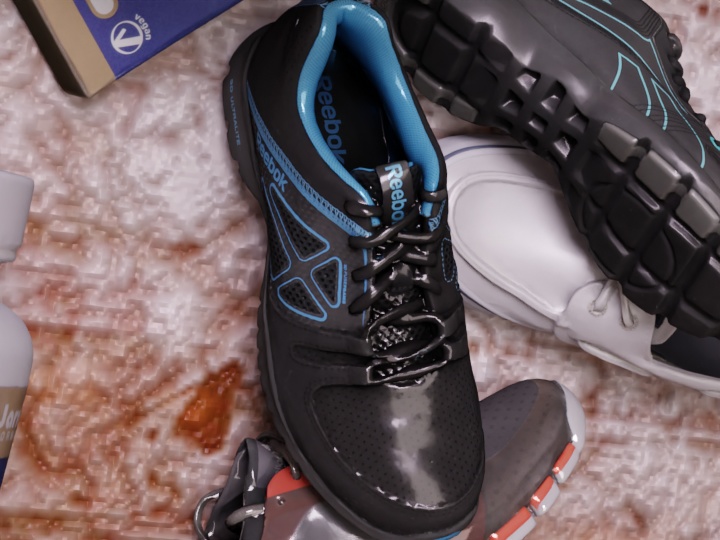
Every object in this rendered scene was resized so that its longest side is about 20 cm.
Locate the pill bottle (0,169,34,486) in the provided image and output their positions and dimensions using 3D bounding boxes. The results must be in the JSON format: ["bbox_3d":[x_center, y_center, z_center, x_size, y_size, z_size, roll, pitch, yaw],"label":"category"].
[{"bbox_3d":[-0.172,0.056,0.850,0.111,0.111,0.200,15,91,-25],"label":"pill bottle"}]

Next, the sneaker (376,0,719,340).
[{"bbox_3d":[0.098,-0.059,0.945,0.079,0.075,0.200,-36,76,-33],"label":"sneaker"}]

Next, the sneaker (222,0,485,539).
[{"bbox_3d":[0.000,0.000,0.910,0.073,0.082,0.200,-15,84,-21],"label":"sneaker"}]

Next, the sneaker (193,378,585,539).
[{"bbox_3d":[-0.005,0.088,0.952,0.200,0.077,0.082,-35,103,-17],"label":"sneaker"}]

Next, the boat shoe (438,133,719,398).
[{"bbox_3d":[0.106,0.001,0.994,0.200,0.065,0.074,19,89,-25],"label":"boat shoe"}]

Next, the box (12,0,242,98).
[{"bbox_3d":[-0.048,-0.165,0.923,0.200,0.032,0.121,-34,109,-18],"label":"box"}]
